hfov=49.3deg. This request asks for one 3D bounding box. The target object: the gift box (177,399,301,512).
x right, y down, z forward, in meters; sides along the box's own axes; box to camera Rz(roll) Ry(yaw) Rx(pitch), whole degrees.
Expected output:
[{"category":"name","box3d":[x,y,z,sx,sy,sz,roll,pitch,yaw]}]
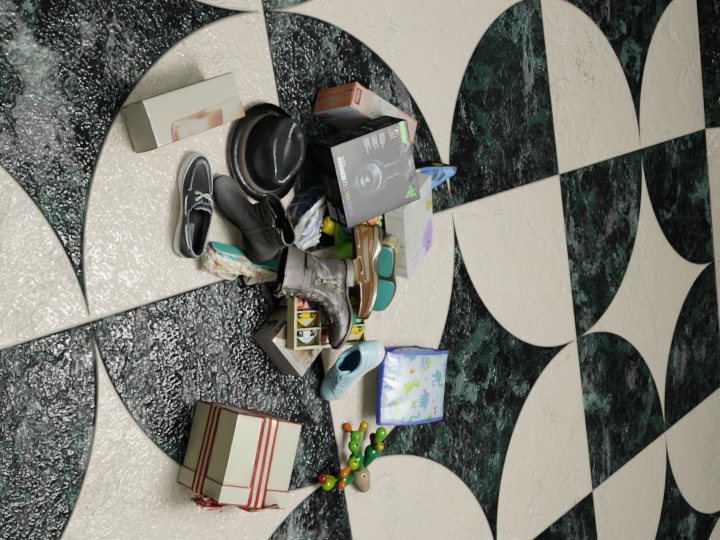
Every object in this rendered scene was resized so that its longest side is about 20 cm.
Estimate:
[{"category":"gift box","box3d":[-0.231,0.365,1.501,0.182,0.198,0.192,17,82,-35]}]

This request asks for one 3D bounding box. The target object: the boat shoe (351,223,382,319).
[{"category":"boat shoe","box3d":[0.000,0.000,1.648,0.072,0.076,0.205,8,76,-10]}]

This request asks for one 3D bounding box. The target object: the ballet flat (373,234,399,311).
[{"category":"ballet flat","box3d":[0.057,0.004,1.793,0.070,0.070,0.203,-31,142,-36]}]

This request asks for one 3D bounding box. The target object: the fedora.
[{"category":"fedora","box3d":[-0.171,-0.239,1.589,0.197,0.091,0.206,-2,93,-41]}]

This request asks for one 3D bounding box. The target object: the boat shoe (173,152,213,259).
[{"category":"boat shoe","box3d":[-0.308,-0.124,1.488,0.071,0.067,0.205,14,83,-41]}]

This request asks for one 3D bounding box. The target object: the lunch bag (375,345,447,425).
[{"category":"lunch bag","box3d":[0.105,0.268,1.843,0.198,0.125,0.175,2,91,-51]}]

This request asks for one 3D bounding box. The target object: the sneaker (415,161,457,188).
[{"category":"sneaker","box3d":[0.157,-0.220,1.913,0.197,0.065,0.080,-15,113,-40]}]

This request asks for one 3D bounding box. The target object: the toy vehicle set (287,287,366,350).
[{"category":"toy vehicle set","box3d":[-0.067,0.095,1.636,0.197,0.026,0.128,-1,91,-42]}]

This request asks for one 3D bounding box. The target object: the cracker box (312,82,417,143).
[{"category":"cracker box","box3d":[0.011,-0.337,1.723,0.198,0.132,0.059,22,78,-41]}]

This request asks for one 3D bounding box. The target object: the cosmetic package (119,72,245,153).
[{"category":"cosmetic package","box3d":[-0.324,-0.291,1.444,0.198,0.102,0.089,-29,109,-36]}]

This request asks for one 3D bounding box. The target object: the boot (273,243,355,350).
[{"category":"boot","box3d":[-0.098,0.050,1.557,0.171,0.069,0.206,8,82,-36]}]

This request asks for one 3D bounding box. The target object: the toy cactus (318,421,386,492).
[{"category":"toy cactus","box3d":[-0.015,0.441,1.782,0.200,0.101,0.168,-46,139,-33]}]

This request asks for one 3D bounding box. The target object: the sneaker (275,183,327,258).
[{"category":"sneaker","box3d":[-0.117,-0.097,1.671,0.202,0.076,0.086,-55,134,-17]}]

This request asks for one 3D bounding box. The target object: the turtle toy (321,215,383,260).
[{"category":"turtle toy","box3d":[-0.009,-0.095,1.738,0.144,0.100,0.205,23,77,-40]}]

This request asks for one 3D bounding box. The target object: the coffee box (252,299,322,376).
[{"category":"coffee box","box3d":[-0.119,0.107,1.662,0.201,0.079,0.114,-53,123,-27]}]

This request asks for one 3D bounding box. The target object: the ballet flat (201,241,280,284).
[{"category":"ballet flat","box3d":[-0.235,-0.007,1.572,0.197,0.076,0.065,18,112,-37]}]

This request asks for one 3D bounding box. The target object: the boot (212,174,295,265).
[{"category":"boot","box3d":[-0.201,-0.120,1.512,0.069,0.131,0.202,-35,91,-41]}]

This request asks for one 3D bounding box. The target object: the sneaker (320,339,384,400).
[{"category":"sneaker","box3d":[-0.038,0.212,1.683,0.081,0.200,0.075,5,46,-47]}]

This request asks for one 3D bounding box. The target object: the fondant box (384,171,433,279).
[{"category":"fondant box","box3d":[0.114,-0.105,1.815,0.145,0.057,0.203,-52,149,-39]}]

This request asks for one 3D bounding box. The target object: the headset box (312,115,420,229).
[{"category":"headset box","box3d":[0.020,-0.208,1.626,0.197,0.092,0.178,-23,115,-23]}]
